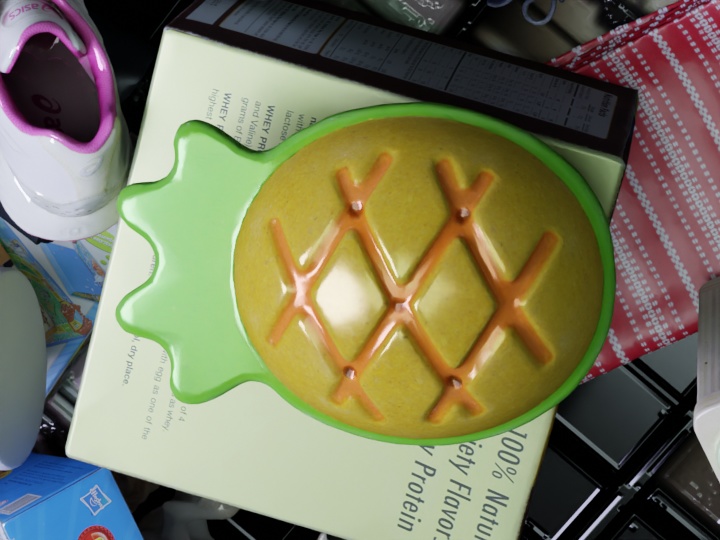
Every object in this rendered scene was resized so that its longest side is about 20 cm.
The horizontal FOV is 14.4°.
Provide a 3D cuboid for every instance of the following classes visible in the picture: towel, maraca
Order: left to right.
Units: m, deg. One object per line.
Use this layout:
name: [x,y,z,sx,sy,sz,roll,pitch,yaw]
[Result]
maraca: [0.001,0.001,1.125,0.199,0.107,0.138,3,99,8]
towel: [0.116,-0.031,1.307,0.199,0.022,0.145,-25,99,17]

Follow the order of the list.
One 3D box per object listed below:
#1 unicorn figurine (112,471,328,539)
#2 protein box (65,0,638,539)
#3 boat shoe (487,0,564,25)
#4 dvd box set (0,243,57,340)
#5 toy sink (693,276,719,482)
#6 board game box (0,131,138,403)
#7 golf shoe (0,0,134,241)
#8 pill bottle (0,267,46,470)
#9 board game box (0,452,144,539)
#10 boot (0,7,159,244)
unicorn figurine: [-0.052,0.164,1.377,0.200,0.074,0.137,45,119,13]
protein box: [0.000,0.000,1.253,0.199,0.135,0.199,16,107,4]
boat shoe: [0.075,-0.143,1.227,0.199,0.062,0.075,10,143,-24]
dvd box set: [-0.256,-0.016,1.351,0.146,0.029,0.200,-33,95,18]
toy sink: [0.219,0.064,1.208,0.130,0.200,0.112,-22,111,18]
board game box: [-0.195,-0.046,1.365,0.200,0.034,0.135,37,109,1]
golf shoe: [-0.146,-0.115,1.213,0.075,0.092,0.201,-23,78,-16]
pill bottle: [-0.250,0.045,1.285,0.199,0.120,0.120,-1,105,13]
board game box: [-0.125,0.184,1.329,0.056,0.200,0.196,-28,99,-19]
boot: [-0.202,-0.063,1.276,0.168,0.076,0.200,38,77,-2]
